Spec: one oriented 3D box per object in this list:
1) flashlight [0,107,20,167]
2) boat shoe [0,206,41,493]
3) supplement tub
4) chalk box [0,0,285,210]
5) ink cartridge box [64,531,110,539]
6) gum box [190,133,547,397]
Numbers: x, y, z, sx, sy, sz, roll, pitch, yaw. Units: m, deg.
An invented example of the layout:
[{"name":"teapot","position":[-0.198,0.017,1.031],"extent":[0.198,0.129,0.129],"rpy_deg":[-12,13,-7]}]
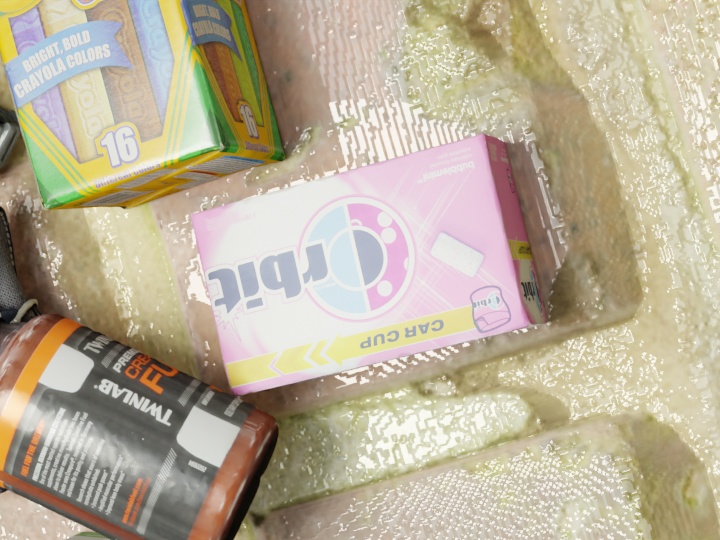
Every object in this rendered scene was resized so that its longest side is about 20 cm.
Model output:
[{"name":"flashlight","position":[-0.294,-0.026,1.048],"extent":[0.067,0.068,0.201],"rpy_deg":[25,105,-20]},{"name":"boat shoe","position":[-0.212,0.047,1.018],"extent":[0.092,0.075,0.201],"rpy_deg":[2,106,11]},{"name":"supplement tub","position":[-0.155,0.094,0.934],"extent":[0.199,0.107,0.107],"rpy_deg":[25,98,2]},{"name":"chalk box","position":[-0.141,-0.149,0.967],"extent":[0.123,0.124,0.201],"rpy_deg":[-15,88,16]},{"name":"ink cartridge box","position":[-0.144,0.203,0.935],"extent":[0.145,0.200,0.048],"rpy_deg":[2,94,16]},{"name":"gum box","position":[0.000,0.000,0.958],"extent":[0.199,0.066,0.114],"rpy_deg":[-14,86,16]}]
